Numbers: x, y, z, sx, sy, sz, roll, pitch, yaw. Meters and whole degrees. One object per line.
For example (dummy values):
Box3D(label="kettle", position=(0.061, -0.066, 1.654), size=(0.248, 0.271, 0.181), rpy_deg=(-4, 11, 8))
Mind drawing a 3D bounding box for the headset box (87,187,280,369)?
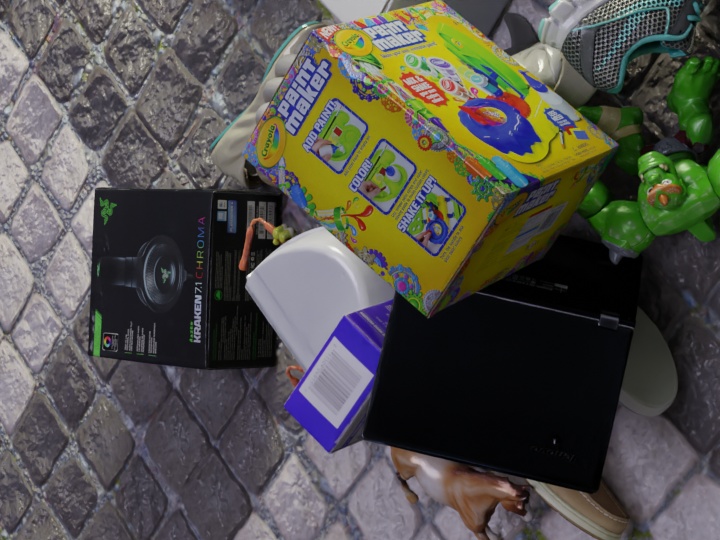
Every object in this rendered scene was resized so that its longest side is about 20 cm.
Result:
Box3D(label="headset box", position=(-0.180, 0.005, 1.991), size=(0.200, 0.093, 0.174), rpy_deg=(4, 92, 45))

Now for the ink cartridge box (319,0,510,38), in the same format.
Box3D(label="ink cartridge box", position=(0.017, -0.272, 1.761), size=(0.200, 0.145, 0.083), rpy_deg=(49, 119, 34))

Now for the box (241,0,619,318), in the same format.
Box3D(label="box", position=(0.054, -0.090, 1.517), size=(0.193, 0.200, 0.122), rpy_deg=(41, 120, 15))

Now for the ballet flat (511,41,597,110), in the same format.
Box3D(label="ballet flat", position=(0.124, -0.133, 1.633), size=(0.200, 0.069, 0.070), rpy_deg=(-45, 59, 23))

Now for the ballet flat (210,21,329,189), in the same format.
Box3D(label="ballet flat", position=(-0.072, -0.150, 1.909), size=(0.200, 0.069, 0.070), rpy_deg=(-51, 57, 39))

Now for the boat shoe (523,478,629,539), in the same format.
Box3D(label="boat shoe", position=(0.159, 0.140, 1.669), size=(0.066, 0.074, 0.200), rpy_deg=(-48, 63, 13))

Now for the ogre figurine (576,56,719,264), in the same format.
Box3D(label="ogre figurine", position=(0.244, -0.087, 1.575), size=(0.200, 0.098, 0.120), rpy_deg=(-19, 63, 7))

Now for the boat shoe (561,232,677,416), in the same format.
Box3D(label="boat shoe", position=(0.186, 0.050, 1.657), size=(0.201, 0.070, 0.072), rpy_deg=(53, 147, 26))

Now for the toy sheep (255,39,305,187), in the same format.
Box3D(label="toy sheep", position=(-0.022, -0.152, 1.804), size=(0.200, 0.138, 0.138), rpy_deg=(-46, 49, -14))

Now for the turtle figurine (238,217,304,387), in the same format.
Box3D(label="turtle figurine", position=(-0.019, 0.038, 1.848), size=(0.161, 0.064, 0.200), rpy_deg=(1, 115, 41))

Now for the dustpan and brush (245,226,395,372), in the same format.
Box3D(label="dustpan and brush", position=(0.000, 0.000, 1.742), size=(0.140, 0.057, 0.200), rpy_deg=(54, 132, 13))

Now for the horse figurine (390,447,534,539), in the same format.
Box3D(label="horse figurine", position=(0.077, 0.182, 1.724), size=(0.200, 0.050, 0.133), rpy_deg=(40, 159, 39))

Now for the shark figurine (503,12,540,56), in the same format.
Box3D(label="shark figurine", position=(0.097, -0.140, 1.724), size=(0.215, 0.089, 0.128), rpy_deg=(-49, 57, 31))

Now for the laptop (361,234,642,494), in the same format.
Box3D(label="laptop", position=(0.116, 0.056, 1.594), size=(0.187, 0.200, 0.116), rpy_deg=(13, 118, 4))

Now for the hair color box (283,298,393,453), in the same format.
Box3D(label="hair color box", position=(0.035, 0.077, 1.698), size=(0.065, 0.200, 0.109), rpy_deg=(44, 120, 17))

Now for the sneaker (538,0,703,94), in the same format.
Box3D(label="sneaker", position=(0.241, -0.211, 1.564), size=(0.200, 0.078, 0.091), rpy_deg=(-36, 79, 6))
